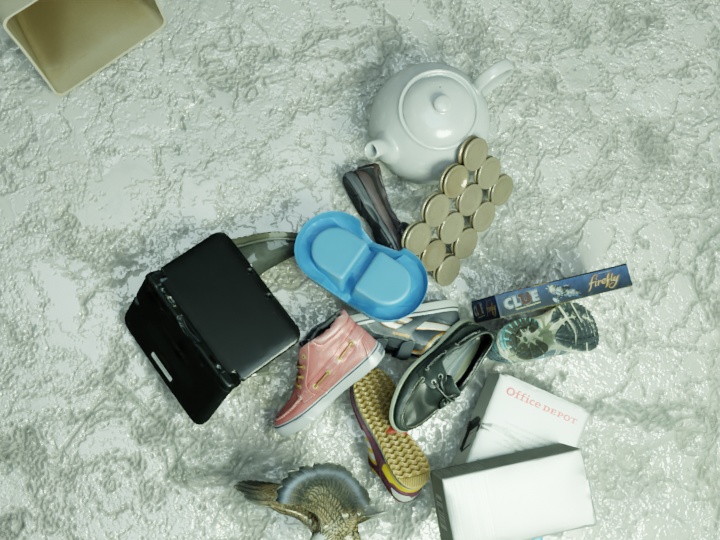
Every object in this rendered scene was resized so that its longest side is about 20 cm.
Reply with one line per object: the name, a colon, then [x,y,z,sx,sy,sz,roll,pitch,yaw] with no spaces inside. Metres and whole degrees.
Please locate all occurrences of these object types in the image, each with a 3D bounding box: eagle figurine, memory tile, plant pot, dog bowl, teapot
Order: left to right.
plant pot: [-0.425,-0.407,1.139,0.200,0.200,0.177,-37,76,-9]
eagle figurine: [-0.056,0.335,1.104,0.152,0.151,0.200,-35,96,1]
dog bowl: [0.000,0.000,1.142,0.200,0.050,0.112,32,72,10]
teapot: [0.112,-0.229,1.195,0.197,0.146,0.201,12,81,-5]
memory tile: [0.145,-0.086,1.191,0.017,0.153,0.200,31,84,42]

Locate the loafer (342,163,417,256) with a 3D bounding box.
loafer: [0.047,-0.071,1.209,0.063,0.072,0.200,-29,84,-14]

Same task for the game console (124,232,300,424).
game console: [-0.212,0.082,1.135,0.116,0.176,0.200,-23,69,-48]

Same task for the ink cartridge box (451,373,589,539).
ink cartridge box: [0.224,0.269,1.179,0.145,0.084,0.200,24,82,-2]

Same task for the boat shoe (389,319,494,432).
boat shoe: [0.121,0.151,1.133,0.199,0.066,0.075,-42,118,-25]

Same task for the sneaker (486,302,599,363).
sneaker: [0.271,0.098,1.214,0.199,0.086,0.078,-4,75,-30]

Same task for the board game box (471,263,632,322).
board game box: [0.276,0.035,1.188,0.199,0.135,0.035,-13,85,-9]

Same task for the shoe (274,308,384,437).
shoe: [-0.067,0.144,1.141,0.200,0.071,0.091,-41,102,12]

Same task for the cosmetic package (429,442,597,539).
cosmetic package: [0.205,0.305,1.089,0.199,0.090,0.107,-8,85,-9]

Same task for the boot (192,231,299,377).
boot: [-0.155,0.052,1.167,0.181,0.073,0.201,-11,78,6]

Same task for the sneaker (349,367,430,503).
sneaker: [0.029,0.239,1.168,0.075,0.090,0.200,-8,57,-25]

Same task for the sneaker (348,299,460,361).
sneaker: [0.054,0.095,1.183,0.199,0.078,0.080,-8,79,-9]
